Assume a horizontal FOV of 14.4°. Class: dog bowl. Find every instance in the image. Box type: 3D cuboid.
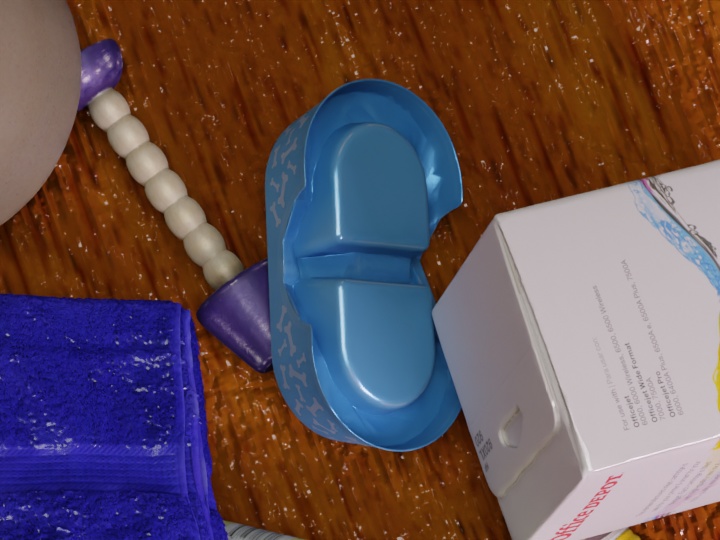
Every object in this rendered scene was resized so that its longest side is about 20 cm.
[{"bbox_3d":[0.000,0.000,1.526,0.111,0.050,0.200,5,77,-40],"label":"dog bowl"}]

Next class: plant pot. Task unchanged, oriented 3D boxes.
[{"bbox_3d":[-0.267,-0.118,1.467,0.187,0.200,0.188,-3,79,16],"label":"plant pot"}]

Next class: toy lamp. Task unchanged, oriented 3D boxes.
[{"bbox_3d":[-0.097,-0.034,1.550,0.058,0.058,0.200,-35,84,-6],"label":"toy lamp"}]

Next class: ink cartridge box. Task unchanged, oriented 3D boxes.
[{"bbox_3d":[0.162,0.038,1.465,0.200,0.147,0.145,-14,72,-17],"label":"ink cartridge box"}]

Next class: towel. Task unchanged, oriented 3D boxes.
[{"bbox_3d":[-0.142,0.098,1.477,0.147,0.050,0.200,5,53,-22],"label":"towel"}]

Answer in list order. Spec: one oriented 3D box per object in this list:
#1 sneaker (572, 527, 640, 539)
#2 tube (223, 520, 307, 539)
[{"bbox_3d":[0.093,0.223,1.500,0.200,0.075,0.090,-44,78,-6],"label":"sneaker"},{"bbox_3d":[0.003,0.176,1.482,0.200,0.052,0.058,10,85,25],"label":"tube"}]
